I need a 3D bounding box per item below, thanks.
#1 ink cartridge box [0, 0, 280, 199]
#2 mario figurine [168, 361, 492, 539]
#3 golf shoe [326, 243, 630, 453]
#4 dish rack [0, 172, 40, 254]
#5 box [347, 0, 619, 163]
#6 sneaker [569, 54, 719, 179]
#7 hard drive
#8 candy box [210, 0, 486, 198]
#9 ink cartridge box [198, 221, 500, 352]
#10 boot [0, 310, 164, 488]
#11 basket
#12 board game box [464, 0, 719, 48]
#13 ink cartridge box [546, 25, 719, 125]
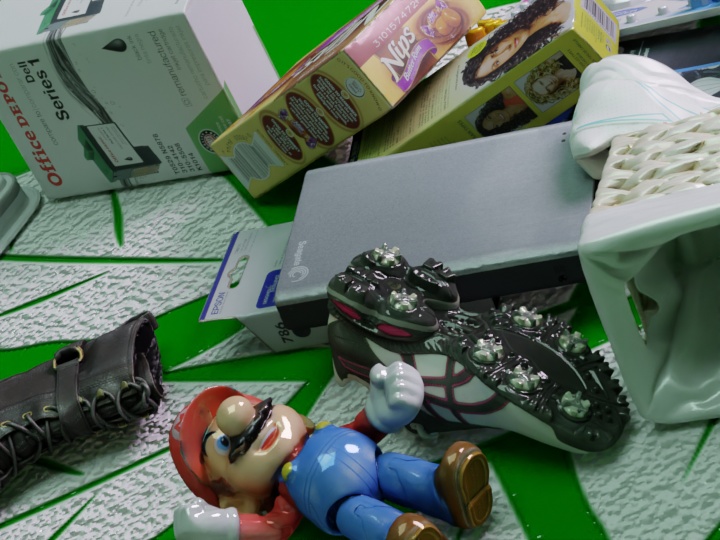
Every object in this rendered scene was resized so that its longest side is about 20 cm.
[{"bbox_3d":[-0.174,-0.142,1.681,0.199,0.146,0.084,-9,37,27],"label":"ink cartridge box"},{"bbox_3d":[-0.032,0.106,1.253,0.199,0.107,0.123,13,18,36],"label":"mario figurine"},{"bbox_3d":[0.066,0.061,1.293,0.200,0.088,0.077,29,38,28],"label":"golf shoe"},{"bbox_3d":[-0.363,-0.022,1.739,0.199,0.044,0.172,-2,40,35],"label":"dish rack"},{"bbox_3d":[0.079,-0.110,1.485,0.200,0.050,0.075,-35,25,27],"label":"box"},{"bbox_3d":[0.221,-0.070,1.343,0.199,0.071,0.080,10,50,16],"label":"sneaker"},{"bbox_3d":[0.053,-0.029,1.391,0.199,0.033,0.140,-10,36,17],"label":"hard drive"},{"bbox_3d":[-0.011,-0.131,1.553,0.117,0.056,0.200,-47,9,-32],"label":"candy box"},{"bbox_3d":[0.000,0.000,1.453,0.199,0.039,0.100,-9,36,23],"label":"ink cartridge box"},{"bbox_3d":[-0.208,0.102,1.426,0.173,0.069,0.200,-19,30,12],"label":"boot"},{"bbox_3d":[0.233,-0.017,1.222,0.199,0.136,0.124,-13,32,19],"label":"basket"},{"bbox_3d":[0.189,-0.202,1.569,0.199,0.026,0.200,-11,19,24],"label":"board game box"},{"bbox_3d":[0.202,-0.114,1.460,0.199,0.039,0.100,-10,36,26],"label":"ink cartridge box"}]
